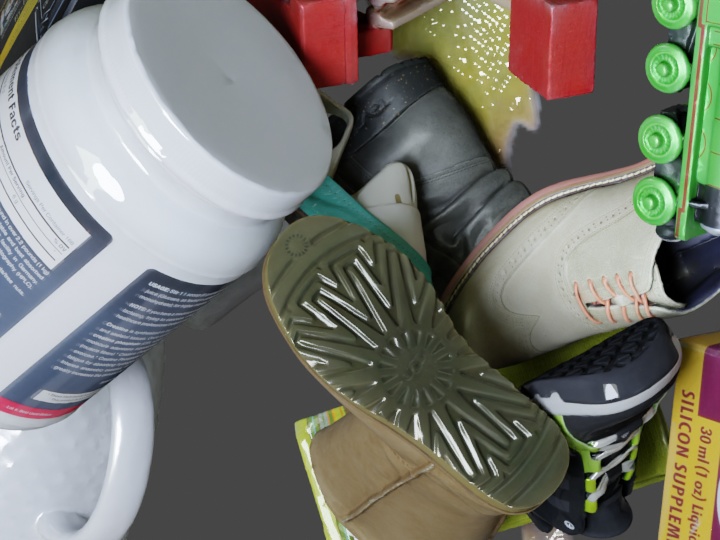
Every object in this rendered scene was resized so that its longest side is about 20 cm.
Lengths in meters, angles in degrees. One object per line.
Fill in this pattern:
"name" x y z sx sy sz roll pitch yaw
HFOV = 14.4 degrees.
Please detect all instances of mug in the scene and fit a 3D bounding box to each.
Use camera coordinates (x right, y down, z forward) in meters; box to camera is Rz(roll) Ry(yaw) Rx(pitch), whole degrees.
"mug" -0.161 0.068 1.460 0.200 0.147 0.176 35 112 52

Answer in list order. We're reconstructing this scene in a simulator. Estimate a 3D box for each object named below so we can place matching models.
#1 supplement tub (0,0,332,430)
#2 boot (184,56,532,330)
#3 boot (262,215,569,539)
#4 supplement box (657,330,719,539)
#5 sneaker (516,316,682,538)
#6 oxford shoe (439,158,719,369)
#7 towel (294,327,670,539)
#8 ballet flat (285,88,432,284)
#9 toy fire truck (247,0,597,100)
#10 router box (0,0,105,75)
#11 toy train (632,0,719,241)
"supplement tub" -0.123 -0.031 1.299 0.200 0.140 0.141 -38 81 30
"boot" 0.000 0.000 1.423 0.200 0.068 0.131 -40 80 22
"boot" 0.005 0.069 1.336 0.066 0.200 0.175 -42 89 -18
"supplement box" 0.240 0.108 1.269 0.199 0.103 0.132 16 107 41
"sneaker" 0.112 0.080 1.321 0.071 0.200 0.083 -27 86 -16
"oxford shoe" 0.119 -0.004 1.335 0.200 0.074 0.071 -34 119 21
"towel" 0.060 0.090 1.436 0.199 0.018 0.087 -20 90 28
"ballet flat" -0.016 -0.040 1.366 0.200 0.067 0.070 43 84 7
"toy fire truck" 0.015 -0.135 1.373 0.200 0.140 0.049 -131 35 -55
"router box" -0.116 -0.166 1.408 0.052 0.158 0.200 23 115 -19
"toy train" 0.157 -0.106 1.247 0.056 0.042 0.201 15 111 33
